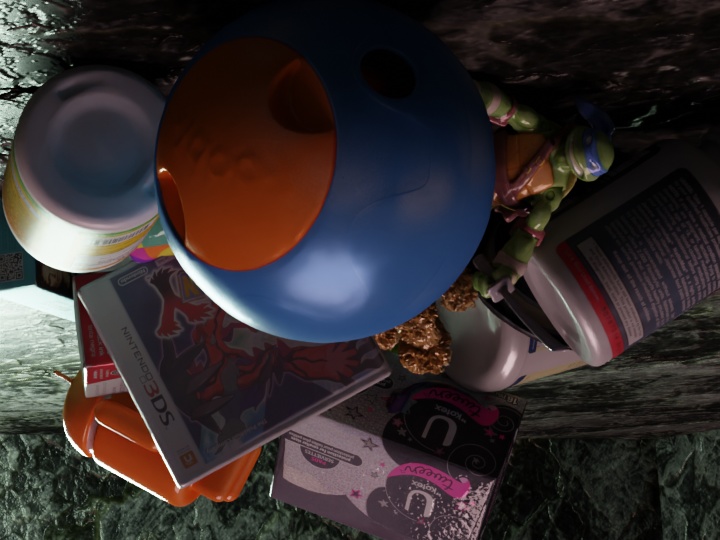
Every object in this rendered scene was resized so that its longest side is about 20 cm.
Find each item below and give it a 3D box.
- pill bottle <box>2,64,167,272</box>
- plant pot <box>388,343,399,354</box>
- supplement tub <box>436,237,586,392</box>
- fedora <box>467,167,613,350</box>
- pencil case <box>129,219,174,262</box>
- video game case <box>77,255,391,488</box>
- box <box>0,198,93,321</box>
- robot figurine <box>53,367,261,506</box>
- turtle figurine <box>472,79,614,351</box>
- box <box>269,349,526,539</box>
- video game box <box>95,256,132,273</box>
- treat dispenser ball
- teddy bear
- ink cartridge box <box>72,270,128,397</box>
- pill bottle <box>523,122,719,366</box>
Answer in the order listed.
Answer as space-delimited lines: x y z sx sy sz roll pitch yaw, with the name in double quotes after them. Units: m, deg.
-0.192 -0.061 1.090 0.110 0.112 0.200 1 168 -17 "pill bottle"
0.032 0.137 1.610 0.199 0.183 0.199 7 -179 22 "plant pot"
0.168 0.022 1.422 0.199 0.146 0.145 -12 176 -33 "supplement tub"
0.181 -0.028 1.297 0.199 0.201 0.092 2 135 -21 "fedora"
-0.095 -0.053 1.224 0.199 0.089 0.088 -5 168 14 "pencil case"
-0.102 0.051 1.279 0.199 0.183 0.023 -28 176 -13 "video game case"
-0.271 -0.006 1.418 0.049 0.083 0.200 -7 168 15 "box"
-0.195 0.146 1.473 0.199 0.117 0.144 27 -144 11 "robot figurine"
0.069 -0.057 1.105 0.193 0.201 0.144 -7 134 41 "turtle figurine"
0.033 0.163 1.424 0.199 0.115 0.133 19 131 9 "box"
-0.126 -0.011 1.416 0.199 0.047 0.182 -10 166 2 "video game box"
-0.020 -0.059 0.910 0.199 0.202 0.201 -2 169 0 "treat dispenser ball"
0.031 0.003 1.286 0.067 0.145 0.200 -28 154 -31 "teddy bear"
-0.146 0.047 1.361 0.199 0.083 0.147 -7 167 -11 "ink cartridge box"
0.226 -0.028 1.177 0.199 0.120 0.120 -32 169 -3 "pill bottle"
